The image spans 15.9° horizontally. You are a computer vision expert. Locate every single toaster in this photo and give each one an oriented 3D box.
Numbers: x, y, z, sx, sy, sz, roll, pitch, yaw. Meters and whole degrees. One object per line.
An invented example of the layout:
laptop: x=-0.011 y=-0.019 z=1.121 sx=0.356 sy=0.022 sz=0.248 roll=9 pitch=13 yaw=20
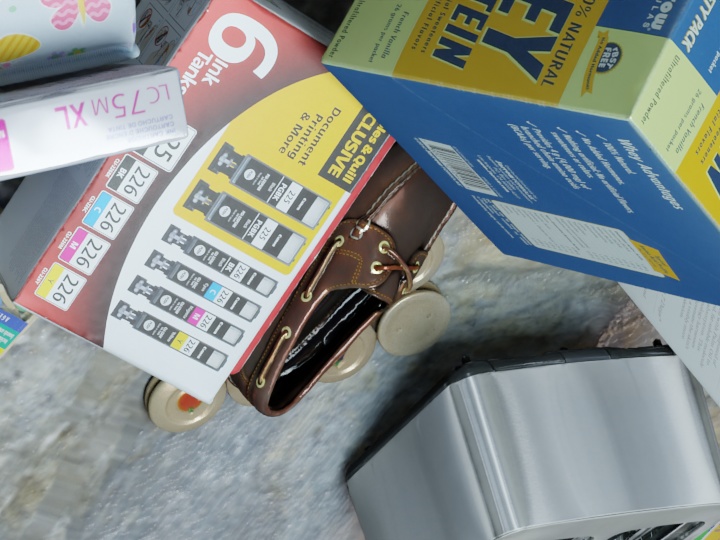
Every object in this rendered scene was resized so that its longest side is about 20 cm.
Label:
toaster: x=0.116 y=0.124 z=1.591 sx=0.181 sy=0.119 sz=0.200 roll=-4 pitch=156 yaw=-29

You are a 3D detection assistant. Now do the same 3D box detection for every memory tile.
memory tile: x=-0.040 y=0.016 z=1.531 sx=0.200 sy=0.017 sz=0.153 roll=-19 pitch=133 yaw=-16

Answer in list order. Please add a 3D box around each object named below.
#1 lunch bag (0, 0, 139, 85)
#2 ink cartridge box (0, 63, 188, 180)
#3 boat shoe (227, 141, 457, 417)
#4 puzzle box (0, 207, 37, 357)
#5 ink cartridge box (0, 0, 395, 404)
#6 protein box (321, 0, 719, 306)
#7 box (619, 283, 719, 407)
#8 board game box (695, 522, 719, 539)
lunch bag: x=-0.211 y=-0.170 z=1.204 sx=0.200 sy=0.127 sz=0.170 roll=-10 pitch=125 yaw=-17
ink cartridge box: x=-0.173 y=-0.074 z=1.259 sx=0.119 sy=0.200 sz=0.042 roll=-14 pitch=103 yaw=-22
boat shoe: x=0.000 y=0.000 z=1.482 sx=0.070 sy=0.070 sz=0.200 roll=31 pitch=105 yaw=-42
puzzle box: x=-0.263 y=0.001 z=1.382 sx=0.133 sy=0.025 sz=0.200 roll=-46 pitch=134 yaw=11
ink cartridge box: x=-0.070 y=-0.042 z=1.377 sx=0.176 sy=0.084 sz=0.200 roll=29 pitch=100 yaw=-29
protein box: x=0.130 y=-0.093 z=1.308 sx=0.199 sy=0.200 sz=0.135 roll=44 pitch=69 yaw=-44
box: x=0.232 y=-0.030 z=1.523 sx=0.106 sy=0.200 sz=0.152 roll=-11 pitch=131 yaw=-23
board game box: x=0.167 y=0.230 z=1.781 sx=0.153 sy=0.040 sz=0.200 roll=5 pitch=124 yaw=-54
